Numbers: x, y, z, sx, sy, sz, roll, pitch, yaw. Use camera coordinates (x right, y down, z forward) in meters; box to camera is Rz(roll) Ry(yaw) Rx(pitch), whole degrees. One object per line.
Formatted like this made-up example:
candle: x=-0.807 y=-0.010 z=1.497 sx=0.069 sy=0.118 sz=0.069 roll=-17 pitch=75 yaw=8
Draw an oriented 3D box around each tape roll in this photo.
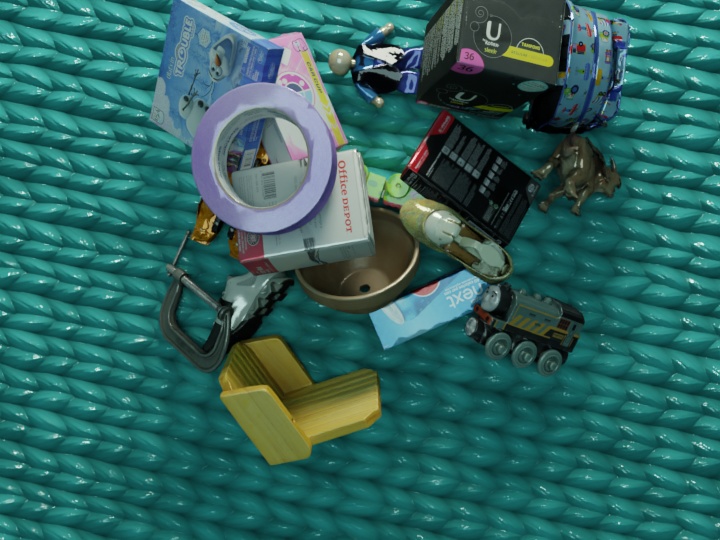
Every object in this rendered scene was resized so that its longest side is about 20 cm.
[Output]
tape roll: x=-0.132 y=-0.152 z=1.050 sx=0.195 sy=0.066 sz=0.205 roll=0 pitch=90 yaw=6

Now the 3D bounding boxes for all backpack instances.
backpack: x=0.325 y=-0.300 z=1.116 sx=0.131 sy=0.200 sz=0.187 roll=7 pitch=93 yaw=3

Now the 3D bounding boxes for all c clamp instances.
c clamp: x=-0.267 y=0.058 z=1.217 sx=0.199 sy=0.027 sz=0.173 roll=39 pitch=107 yaw=31

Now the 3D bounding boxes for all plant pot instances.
plant pot: x=0.000 y=0.000 z=1.185 sx=0.196 sy=0.203 sz=0.094 roll=-10 pitch=136 yaw=4

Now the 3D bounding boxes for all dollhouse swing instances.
dollhouse swing: x=-0.086 y=0.165 z=1.150 sx=0.174 sy=0.200 sz=0.183 roll=-32 pitch=104 yaw=10

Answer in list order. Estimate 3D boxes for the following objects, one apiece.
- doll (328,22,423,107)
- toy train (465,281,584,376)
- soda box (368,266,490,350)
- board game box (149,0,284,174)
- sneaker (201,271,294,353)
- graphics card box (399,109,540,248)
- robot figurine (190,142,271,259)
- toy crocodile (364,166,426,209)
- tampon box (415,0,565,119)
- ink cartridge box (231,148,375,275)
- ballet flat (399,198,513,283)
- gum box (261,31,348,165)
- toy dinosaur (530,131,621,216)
doll: x=0.046 y=-0.330 z=1.207 sx=0.195 sy=0.048 sz=0.140 roll=3 pitch=86 yaw=1
toy train: x=0.256 y=0.088 z=1.175 sx=0.197 sy=0.085 sz=0.116 roll=19 pitch=103 yaw=-25
soda box: x=0.114 y=0.055 z=1.215 sx=0.197 sy=0.064 sz=0.069 roll=-24 pitch=91 yaw=4
board game box: x=-0.225 y=-0.281 z=1.148 sx=0.197 sy=0.043 sz=0.203 roll=33 pitch=119 yaw=23
sneaker: x=-0.201 y=0.058 z=1.239 sx=0.200 sy=0.074 sz=0.089 roll=-47 pitch=72 yaw=6
graphics card box: x=0.172 y=-0.139 z=1.176 sx=0.198 sy=0.051 sz=0.127 roll=35 pitch=68 yaw=-5
robot figurine: x=-0.196 y=-0.127 z=1.225 sx=0.143 sy=0.058 sz=0.203 roll=22 pitch=92 yaw=3
toy crocodile: x=0.027 y=-0.133 z=1.210 sx=0.196 sy=0.067 sz=0.063 roll=18 pitch=94 yaw=4
tampon box: x=0.181 y=-0.315 z=1.088 sx=0.147 sy=0.200 sz=0.129 roll=8 pitch=86 yaw=-11
ink cartridge box: x=-0.083 y=-0.085 z=1.128 sx=0.196 sy=0.085 sz=0.149 roll=-10 pitch=74 yaw=7
ballet flat: x=0.150 y=-0.046 z=1.132 sx=0.198 sy=0.071 sz=0.071 roll=34 pitch=94 yaw=-11
gum box: x=-0.115 y=-0.267 z=1.183 sx=0.112 sy=0.066 sz=0.203 roll=-24 pitch=92 yaw=-35
toy dinosaur: x=0.331 y=-0.162 z=1.148 sx=0.085 sy=0.200 sz=0.137 roll=28 pitch=77 yaw=33
